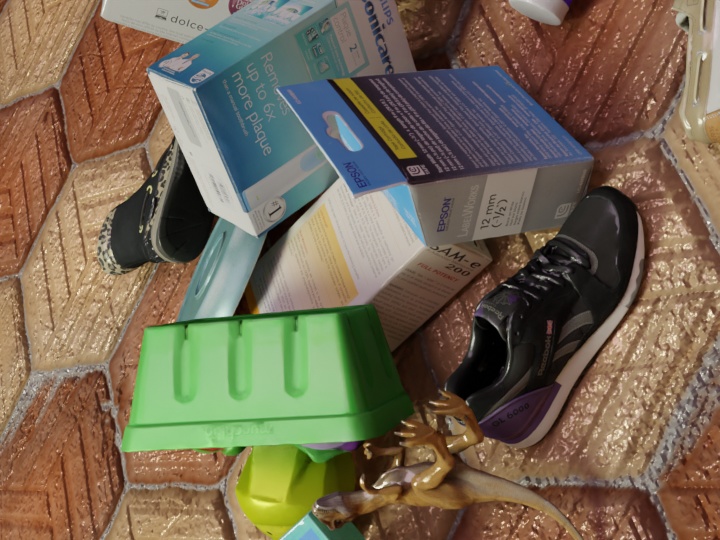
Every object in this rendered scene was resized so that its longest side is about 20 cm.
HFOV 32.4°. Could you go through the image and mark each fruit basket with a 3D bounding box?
[{"bbox_3d":[-0.063,0.133,0.947,0.213,0.155,0.218,1,92,17],"label":"fruit basket"}]

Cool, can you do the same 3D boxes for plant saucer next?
[{"bbox_3d":[-0.127,0.000,1.123,0.201,0.027,0.201,-60,14,25],"label":"plant saucer"}]

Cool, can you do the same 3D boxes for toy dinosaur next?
[{"bbox_3d":[0.066,0.143,0.848,0.198,0.107,0.061,0,29,14],"label":"toy dinosaur"}]

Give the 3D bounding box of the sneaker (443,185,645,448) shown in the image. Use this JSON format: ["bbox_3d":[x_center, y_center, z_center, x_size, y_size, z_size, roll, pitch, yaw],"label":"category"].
[{"bbox_3d":[0.129,0.027,0.874,0.076,0.087,0.201,27,92,48],"label":"sneaker"}]

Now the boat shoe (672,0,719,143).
[{"bbox_3d":[0.250,-0.185,0.857,0.068,0.075,0.202,-11,66,36],"label":"boat shoe"}]

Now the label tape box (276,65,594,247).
[{"bbox_3d":[0.051,-0.086,0.923,0.144,0.198,0.067,54,145,43],"label":"label tape box"}]

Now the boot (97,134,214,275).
[{"bbox_3d":[-0.196,-0.091,1.269,0.153,0.073,0.205,-15,52,51],"label":"boot"}]

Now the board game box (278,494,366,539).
[{"bbox_3d":[-0.046,0.286,0.911,0.152,0.045,0.200,48,112,7],"label":"board game box"}]

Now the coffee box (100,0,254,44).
[{"bbox_3d":[-0.114,-0.332,1.131,0.201,0.198,0.199,-99,28,-50],"label":"coffee box"}]

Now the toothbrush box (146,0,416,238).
[{"bbox_3d":[-0.055,-0.148,1.035,0.199,0.147,0.085,-37,38,-23],"label":"toothbrush box"}]

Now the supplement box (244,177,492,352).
[{"bbox_3d":[0.000,0.000,1.027,0.200,0.073,0.127,-43,46,25],"label":"supplement box"}]

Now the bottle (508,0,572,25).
[{"bbox_3d":[0.179,-0.296,0.984,0.083,0.065,0.202,23,89,56],"label":"bottle"}]
